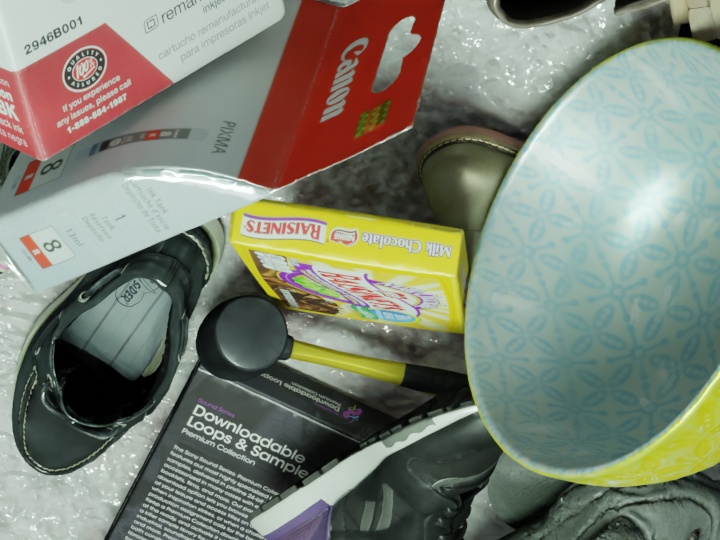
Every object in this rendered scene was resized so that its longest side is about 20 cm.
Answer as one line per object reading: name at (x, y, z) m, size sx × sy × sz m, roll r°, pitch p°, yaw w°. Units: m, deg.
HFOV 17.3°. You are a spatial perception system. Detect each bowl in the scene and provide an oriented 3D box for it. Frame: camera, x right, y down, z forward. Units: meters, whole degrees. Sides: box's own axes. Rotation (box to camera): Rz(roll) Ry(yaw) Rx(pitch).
bowl at (0.149, 0.008, 1.048) m, size 0.107 × 0.201 × 0.200 m, roll 21°, pitch 131°, yaw -32°

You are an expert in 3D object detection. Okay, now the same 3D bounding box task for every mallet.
mallet at (0.015, 0.050, 1.194) m, size 0.198 × 0.041 × 0.066 m, roll 12°, pitch 171°, yaw -4°

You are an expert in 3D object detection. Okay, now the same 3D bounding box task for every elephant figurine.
elephant figurine at (0.121, 0.145, 1.215) m, size 0.141 × 0.155 × 0.201 m, roll 36°, pitch 122°, yaw 19°

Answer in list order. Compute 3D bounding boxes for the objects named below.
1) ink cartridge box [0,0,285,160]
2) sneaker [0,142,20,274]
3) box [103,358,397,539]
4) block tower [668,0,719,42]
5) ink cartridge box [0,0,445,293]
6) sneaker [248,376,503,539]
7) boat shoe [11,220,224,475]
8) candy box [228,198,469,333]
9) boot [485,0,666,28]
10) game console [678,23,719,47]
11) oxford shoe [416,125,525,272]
ink cartridge box at (-0.126, -0.173, 1.001) m, size 0.084 × 0.144 × 0.201 m, roll 25°, pitch 139°, yaw 43°
sneaker at (-0.195, -0.021, 1.181) m, size 0.086 × 0.081 × 0.201 m, roll 8°, pitch 133°, yaw -8°
box at (-0.056, 0.139, 1.293) m, size 0.142 × 0.036 × 0.201 m, roll 25°, pitch 128°, yaw -7°
block tower at (0.229, -0.143, 1.016) m, size 0.198 × 0.054 × 0.058 m, roll -6°, pitch 125°, yaw 16°
ink cartridge box at (-0.060, -0.082, 1.051) m, size 0.199 × 0.163 × 0.050 m, roll -25°, pitch 117°, yaw 26°
sneaker at (0.034, 0.115, 1.167) m, size 0.200 × 0.076 × 0.088 m, roll -35°, pitch 85°, yaw 46°
boat shoe at (-0.133, 0.050, 1.223) m, size 0.074 × 0.066 × 0.199 m, roll 33°, pitch 125°, yaw -13°
candy box at (0.000, 0.000, 1.104) m, size 0.101 × 0.027 × 0.200 m, roll 6°, pitch 172°, yaw 5°
boot at (0.137, -0.163, 0.961) m, size 0.199 × 0.147 × 0.070 m, roll -24°, pitch 116°, yaw 26°
game console at (0.226, -0.011, 1.064) m, size 0.169 × 0.119 × 0.201 m, roll 2°, pitch 126°, yaw 17°
oxford shoe at (0.098, 0.013, 1.144) m, size 0.071 × 0.074 × 0.200 m, roll -33°, pitch 113°, yaw 33°
